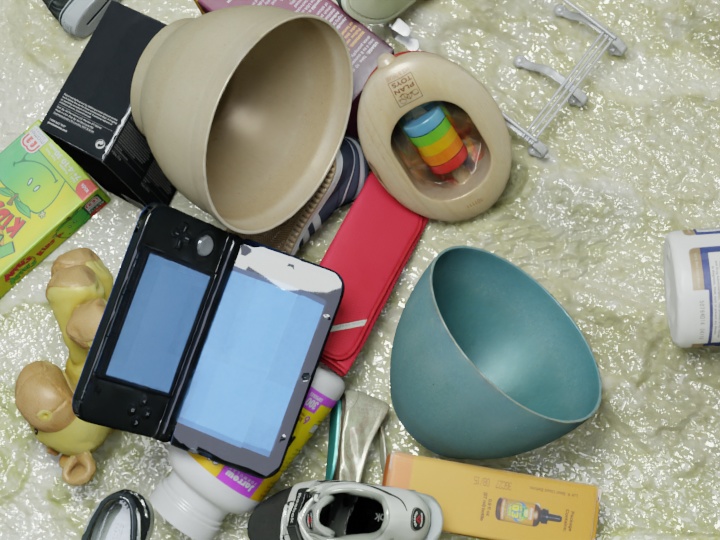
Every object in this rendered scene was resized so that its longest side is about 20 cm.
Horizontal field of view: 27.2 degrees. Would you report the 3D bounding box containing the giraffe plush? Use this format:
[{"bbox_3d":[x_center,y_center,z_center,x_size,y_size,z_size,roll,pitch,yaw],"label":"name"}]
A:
[{"bbox_3d":[-0.262,0.105,1.435,0.162,0.173,0.200,-41,112,7],"label":"giraffe plush"}]

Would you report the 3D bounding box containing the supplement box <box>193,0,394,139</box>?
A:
[{"bbox_3d":[-0.062,-0.229,1.490,0.200,0.110,0.086,39,85,12],"label":"supplement box"}]

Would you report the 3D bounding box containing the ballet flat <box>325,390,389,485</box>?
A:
[{"bbox_3d":[-0.008,0.214,1.414,0.062,0.067,0.201,12,80,-11],"label":"ballet flat"}]

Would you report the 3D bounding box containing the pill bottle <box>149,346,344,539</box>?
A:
[{"bbox_3d":[-0.111,0.157,1.409,0.104,0.104,0.200,37,92,12],"label":"pill bottle"}]

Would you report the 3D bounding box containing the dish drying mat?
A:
[{"bbox_3d":[0.000,0.000,1.437,0.077,0.018,0.201,34,62,-12],"label":"dish drying mat"}]

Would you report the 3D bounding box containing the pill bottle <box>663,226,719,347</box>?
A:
[{"bbox_3d":[0.388,0.011,1.391,0.199,0.111,0.112,-4,77,5],"label":"pill bottle"}]

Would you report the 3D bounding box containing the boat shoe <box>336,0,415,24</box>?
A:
[{"bbox_3d":[0.022,-0.299,1.477,0.066,0.075,0.199,26,40,25],"label":"boat shoe"}]

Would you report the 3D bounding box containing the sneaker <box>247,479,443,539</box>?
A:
[{"bbox_3d":[-0.033,0.218,1.330,0.199,0.088,0.075,-11,70,32],"label":"sneaker"}]

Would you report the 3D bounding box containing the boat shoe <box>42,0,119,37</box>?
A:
[{"bbox_3d":[-0.256,-0.337,1.553,0.071,0.072,0.200,42,87,8],"label":"boat shoe"}]

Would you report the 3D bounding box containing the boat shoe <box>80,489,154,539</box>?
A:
[{"bbox_3d":[-0.251,0.307,1.418,0.075,0.060,0.201,8,79,8],"label":"boat shoe"}]

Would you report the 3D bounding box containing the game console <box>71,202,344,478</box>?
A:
[{"bbox_3d":[-0.131,0.064,1.311,0.118,0.170,0.201,17,85,36],"label":"game console"}]

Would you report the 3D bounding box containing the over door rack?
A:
[{"bbox_3d":[0.146,-0.229,1.482,0.200,0.067,0.148,39,84,-9],"label":"over door rack"}]

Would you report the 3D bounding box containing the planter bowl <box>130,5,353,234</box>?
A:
[{"bbox_3d":[-0.119,-0.149,1.333,0.134,0.200,0.201,25,81,30],"label":"planter bowl"}]

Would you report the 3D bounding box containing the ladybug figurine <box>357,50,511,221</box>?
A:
[{"bbox_3d":[0.068,-0.136,1.435,0.135,0.200,0.072,-26,36,8],"label":"ladybug figurine"}]

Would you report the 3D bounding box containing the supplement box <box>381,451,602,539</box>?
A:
[{"bbox_3d":[0.118,0.217,1.383,0.199,0.069,0.067,10,79,1],"label":"supplement box"}]

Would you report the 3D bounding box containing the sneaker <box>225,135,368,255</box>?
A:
[{"bbox_3d":[-0.065,-0.055,1.482,0.070,0.108,0.200,43,115,10],"label":"sneaker"}]

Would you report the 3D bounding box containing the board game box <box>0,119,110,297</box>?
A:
[{"bbox_3d":[-0.364,-0.046,1.514,0.200,0.048,0.102,-42,77,-4],"label":"board game box"}]

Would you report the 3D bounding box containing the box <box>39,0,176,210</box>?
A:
[{"bbox_3d":[-0.215,-0.151,1.442,0.079,0.200,0.142,29,82,13],"label":"box"}]

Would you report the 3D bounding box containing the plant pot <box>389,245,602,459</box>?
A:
[{"bbox_3d":[0.103,0.096,1.378,0.200,0.200,0.135,51,122,13],"label":"plant pot"}]
